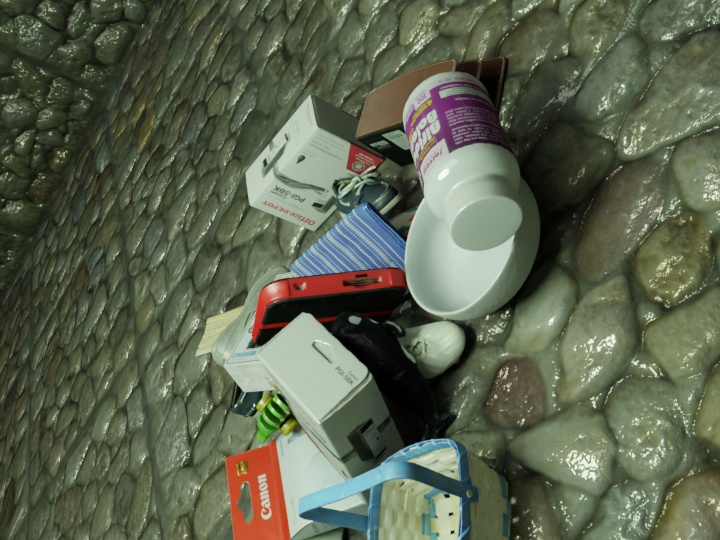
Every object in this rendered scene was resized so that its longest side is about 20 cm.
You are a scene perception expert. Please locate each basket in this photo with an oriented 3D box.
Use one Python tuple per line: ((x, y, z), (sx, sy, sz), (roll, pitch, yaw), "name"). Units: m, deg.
((0.053, 0.257, 0.824), (0.175, 0.198, 0.142), (-30, 50, 40), "basket")

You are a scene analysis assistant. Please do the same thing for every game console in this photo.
((-0.043, 0.050, 1.028), (0.177, 0.196, 0.032), (118, 143, -63), "game console")

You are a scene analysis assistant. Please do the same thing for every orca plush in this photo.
((0.024, 0.136, 0.958), (0.105, 0.071, 0.202), (-37, 79, 31), "orca plush")

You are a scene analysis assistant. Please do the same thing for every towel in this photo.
((0.000, 0.000, 1.085), (0.199, 0.145, 0.024), (-37, 14, 43), "towel")

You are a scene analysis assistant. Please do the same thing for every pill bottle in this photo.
((0.118, -0.124, 0.872), (0.112, 0.111, 0.202), (-43, 41, 31), "pill bottle")

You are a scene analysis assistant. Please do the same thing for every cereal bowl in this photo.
((0.148, -0.031, 0.952), (0.199, 0.082, 0.204), (-30, 50, 42), "cereal bowl")

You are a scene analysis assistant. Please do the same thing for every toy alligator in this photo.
((-0.090, 0.165, 1.048), (0.059, 0.054, 0.201), (41, 104, 11), "toy alligator")

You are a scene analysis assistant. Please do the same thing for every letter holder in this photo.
((0.103, -0.254, 1.118), (0.198, 0.100, 0.145), (-5, 66, 52), "letter holder")

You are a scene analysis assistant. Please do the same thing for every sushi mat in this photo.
((-0.201, 0.089, 1.344), (0.197, 0.012, 0.097), (-20, 38, 21), "sushi mat")

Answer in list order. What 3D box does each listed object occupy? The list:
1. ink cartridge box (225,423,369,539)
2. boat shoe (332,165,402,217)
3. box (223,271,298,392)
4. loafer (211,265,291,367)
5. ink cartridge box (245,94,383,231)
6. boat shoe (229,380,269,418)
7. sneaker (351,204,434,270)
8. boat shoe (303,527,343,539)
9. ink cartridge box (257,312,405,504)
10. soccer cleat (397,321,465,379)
((-0.091, 0.284, 1.047), (0.196, 0.048, 0.162), (-18, 47, 0), "ink cartridge box")
((0.004, -0.116, 1.159), (0.074, 0.062, 0.200), (-35, 15, -8), "boat shoe")
((-0.114, 0.087, 1.177), (0.115, 0.061, 0.201), (-10, 37, 36), "box")
((-0.165, 0.080, 1.262), (0.069, 0.070, 0.202), (16, 62, 35), "loafer")
((-0.080, -0.173, 1.283), (0.200, 0.145, 0.084), (-43, 44, 33), "ink cartridge box")
((-0.190, 0.154, 1.334), (0.074, 0.061, 0.204), (-18, 58, 50), "boat shoe")
((0.043, -0.033, 1.124), (0.199, 0.070, 0.094), (-32, 31, 43), "sneaker")
((-0.080, 0.333, 1.098), (0.202, 0.069, 0.072), (58, 143, 44), "boat shoe")
((-0.030, 0.172, 0.945), (0.082, 0.202, 0.146), (-38, 46, -15), "ink cartridge box")
((0.053, 0.109, 1.012), (0.198, 0.077, 0.071), (-21, 56, 47), "soccer cleat")
